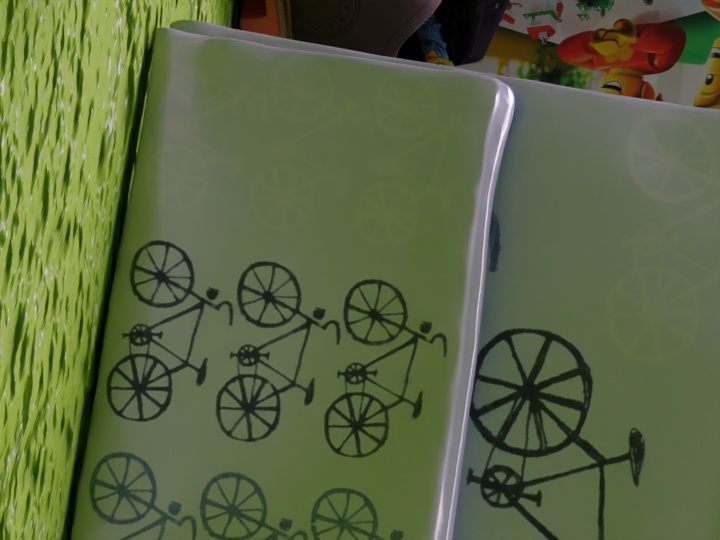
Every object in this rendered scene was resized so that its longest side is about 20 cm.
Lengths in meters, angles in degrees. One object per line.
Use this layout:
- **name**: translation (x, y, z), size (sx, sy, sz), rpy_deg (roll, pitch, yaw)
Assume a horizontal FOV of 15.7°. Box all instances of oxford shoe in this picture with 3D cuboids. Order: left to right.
- **oxford shoe**: translation (-0.004, -0.126, 0.882), size (0.200, 0.072, 0.072), rpy_deg (89, 8, -57)

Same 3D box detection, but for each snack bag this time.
- **snack bag**: translation (0.028, 0.029, 0.712), size (0.021, 0.199, 0.190), rpy_deg (103, -4, -69)

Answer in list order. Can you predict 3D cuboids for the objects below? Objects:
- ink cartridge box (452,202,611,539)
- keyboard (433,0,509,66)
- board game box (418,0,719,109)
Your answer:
- **ink cartridge box**: translation (-0.001, 0.051, 0.756), size (0.076, 0.136, 0.201), rpy_deg (91, 6, -71)
- **keyboard**: translation (0.018, -0.179, 0.931), size (0.127, 0.020, 0.201), rpy_deg (114, -39, -67)
- **board game box**: translation (0.065, -0.088, 1.012), size (0.035, 0.199, 0.127), rpy_deg (-58, 153, -75)
